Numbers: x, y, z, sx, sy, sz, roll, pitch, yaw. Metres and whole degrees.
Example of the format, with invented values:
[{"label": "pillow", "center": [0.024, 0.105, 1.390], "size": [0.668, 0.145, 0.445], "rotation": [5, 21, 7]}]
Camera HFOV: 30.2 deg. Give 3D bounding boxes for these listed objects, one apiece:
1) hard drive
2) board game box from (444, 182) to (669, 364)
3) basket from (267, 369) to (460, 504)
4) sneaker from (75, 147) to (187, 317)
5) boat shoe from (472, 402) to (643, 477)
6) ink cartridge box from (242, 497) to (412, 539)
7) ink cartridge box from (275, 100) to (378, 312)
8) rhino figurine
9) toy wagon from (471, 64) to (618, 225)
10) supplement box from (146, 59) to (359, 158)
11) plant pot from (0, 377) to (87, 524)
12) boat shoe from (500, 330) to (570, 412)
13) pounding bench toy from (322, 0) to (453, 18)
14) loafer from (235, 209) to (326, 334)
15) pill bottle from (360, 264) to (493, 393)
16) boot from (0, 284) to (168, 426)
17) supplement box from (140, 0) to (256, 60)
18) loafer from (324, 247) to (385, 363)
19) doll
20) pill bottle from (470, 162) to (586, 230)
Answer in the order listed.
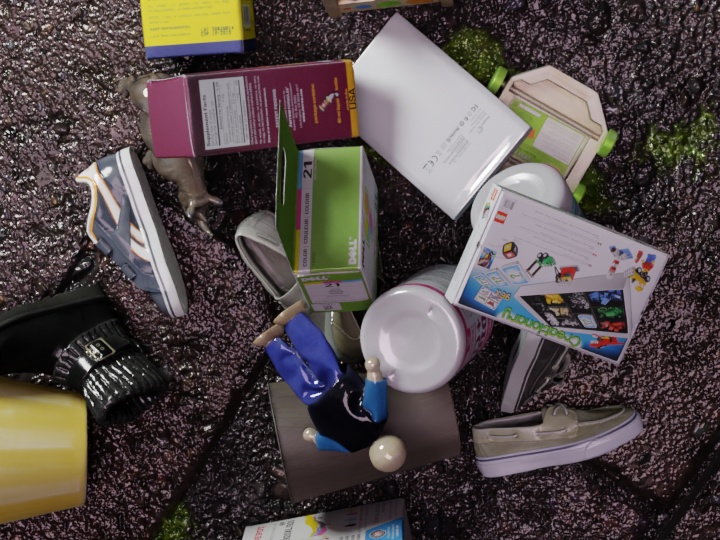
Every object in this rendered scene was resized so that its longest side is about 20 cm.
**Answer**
[{"label": "hard drive", "center": [0.073, -0.171, 1.476], "size": [0.200, 0.026, 0.132], "rotation": [42, 100, 12]}, {"label": "board game box", "center": [0.200, 0.005, 1.353], "size": [0.199, 0.035, 0.127], "rotation": [20, 101, -17]}, {"label": "basket", "center": [0.005, 0.176, 1.515], "size": [0.199, 0.181, 0.137], "rotation": [-11, 69, -4]}, {"label": "sneaker", "center": [-0.261, -0.033, 1.522], "size": [0.079, 0.078, 0.201], "rotation": [-21, 88, 2]}, {"label": "boat shoe", "center": [0.225, 0.187, 1.541], "size": [0.199, 0.072, 0.062], "rotation": [-17, 102, 9]}, {"label": "ink cartridge box", "center": [-0.033, 0.371, 1.549], "size": [0.199, 0.147, 0.146], "rotation": [-11, 100, 4]}, {"label": "ink cartridge box", "center": [-0.033, -0.063, 1.367], "size": [0.075, 0.200, 0.149], "rotation": [-3, 65, 8]}, {"label": "rhino figurine", "center": [-0.206, -0.129, 1.488], "size": [0.060, 0.087, 0.201], "rotation": [-25, 100, -25]}, {"label": "toy wagon", "center": [0.187, -0.129, 1.501], "size": [0.155, 0.040, 0.201], "rotation": [29, 101, -2]}, {"label": "supplement box", "center": [-0.115, -0.173, 1.425], "size": [0.199, 0.110, 0.086], "rotation": [-11, 100, -29]}, {"label": "plant pot", "center": [-0.409, 0.205, 1.525], "size": [0.187, 0.201, 0.202], "rotation": [0, 101, -14]}, {"label": "boat shoe", "center": [0.198, 0.107, 1.478], "size": [0.063, 0.200, 0.071], "rotation": [14, 60, 2]}, {"label": "pounding bench toy", "center": [0.030, -0.385, 1.415], "size": [0.155, 0.124, 0.202], "rotation": [-6, 91, 3]}, {"label": "loafer", "center": [-0.072, 0.022, 1.519], "size": [0.200, 0.070, 0.070], "rotation": [48, 121, -4]}, {"label": "pill bottle", "center": [0.082, 0.055, 1.449], "size": [0.113, 0.200, 0.114], "rotation": [4, 101, 18]}, {"label": "boot", "center": [-0.332, 0.112, 1.481], "size": [0.210, 0.080, 0.158], "rotation": [-23, 70, -34]}, {"label": "supplement box", "center": [-0.179, -0.334, 1.445], "size": [0.108, 0.110, 0.202], "rotation": [-3, 101, 3]}, {"label": "loafer", "center": [0.000, 0.000, 1.489], "size": [0.075, 0.070, 0.202], "rotation": [3, 77, -35]}, {"label": "doll", "center": [-0.023, 0.128, 1.392], "size": [0.200, 0.048, 0.136], "rotation": [51, 123, 8]}, {"label": "pill bottle", "center": [0.206, -0.015, 1.455], "size": [0.110, 0.111, 0.200], "rotation": [-31, 131, 8]}]
